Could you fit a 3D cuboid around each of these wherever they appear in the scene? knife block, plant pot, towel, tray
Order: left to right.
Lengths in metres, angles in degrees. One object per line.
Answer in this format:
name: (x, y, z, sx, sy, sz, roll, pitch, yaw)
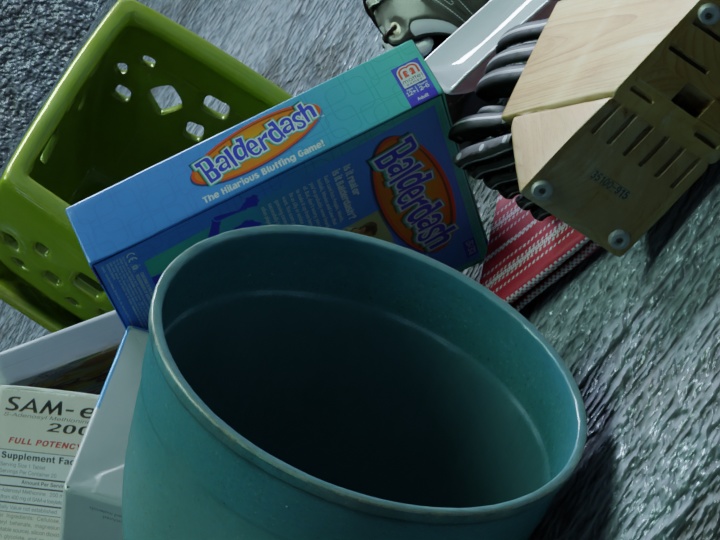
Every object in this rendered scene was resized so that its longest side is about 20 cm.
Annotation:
plant pot: (-0.158, -0.040, 1.848, 0.201, 0.198, 0.182, -61, 6, -37)
plant pot: (-0.022, 0.113, 1.153, 0.200, 0.199, 0.189, -85, 13, -57)
tray: (0.117, -0.163, 1.401, 0.200, 0.022, 0.107, -42, 15, -1)
towel: (0.119, -0.074, 1.329, 0.145, 0.022, 0.201, -42, 26, 47)
knife block: (0.124, -0.100, 1.223, 0.200, 0.064, 0.176, -48, 24, 27)

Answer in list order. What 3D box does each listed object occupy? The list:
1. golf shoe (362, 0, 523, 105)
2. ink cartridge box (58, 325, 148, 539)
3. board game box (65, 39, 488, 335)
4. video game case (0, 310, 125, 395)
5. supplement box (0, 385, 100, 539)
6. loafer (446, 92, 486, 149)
golf shoe: (0.025, -0.163, 1.501, 0.095, 0.199, 0.078, -59, -31, -11)
ink cartridge box: (-0.115, 0.142, 1.337, 0.201, 0.067, 0.116, 103, -176, -46)
board game box: (-0.038, -0.020, 1.339, 0.199, 0.152, 0.045, -26, 54, -4)
video game case: (-0.168, 0.057, 1.601, 0.199, 0.023, 0.182, -21, -8, -31)
supplement box: (-0.167, 0.173, 1.502, 0.126, 0.073, 0.201, 23, -107, -70)
loafer: (0.033, -0.093, 1.557, 0.201, 0.071, 0.073, -65, 15, -15)
